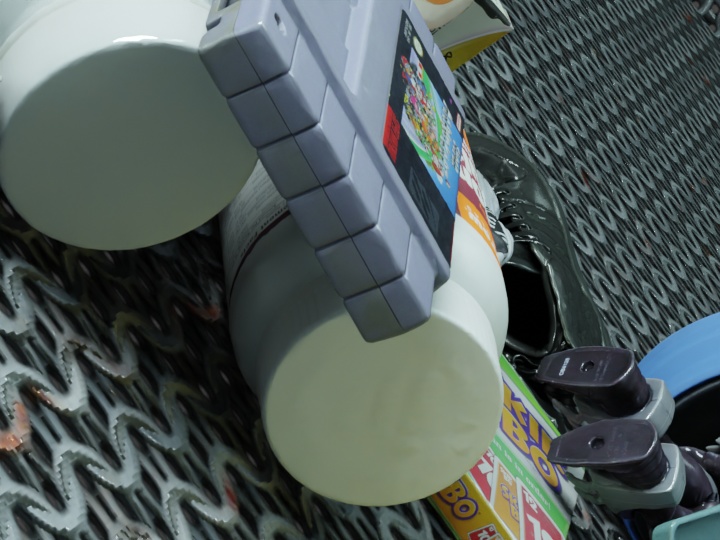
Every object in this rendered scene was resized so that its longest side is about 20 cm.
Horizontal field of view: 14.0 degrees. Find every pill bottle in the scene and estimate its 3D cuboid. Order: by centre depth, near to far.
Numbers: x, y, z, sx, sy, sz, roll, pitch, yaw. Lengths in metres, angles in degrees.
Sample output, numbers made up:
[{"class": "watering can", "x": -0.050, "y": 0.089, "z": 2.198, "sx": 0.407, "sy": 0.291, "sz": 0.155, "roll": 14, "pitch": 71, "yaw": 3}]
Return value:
[{"class": "pill bottle", "x": -0.103, "y": -0.108, "z": 1.070, "sx": 0.113, "sy": 0.113, "sz": 0.200, "roll": 42, "pitch": 20, "yaw": -41}, {"class": "pill bottle", "x": 0.000, "y": 0.000, "z": 1.162, "sx": 0.110, "sy": 0.109, "sz": 0.200, "roll": 47, "pitch": 16, "yaw": -27}]

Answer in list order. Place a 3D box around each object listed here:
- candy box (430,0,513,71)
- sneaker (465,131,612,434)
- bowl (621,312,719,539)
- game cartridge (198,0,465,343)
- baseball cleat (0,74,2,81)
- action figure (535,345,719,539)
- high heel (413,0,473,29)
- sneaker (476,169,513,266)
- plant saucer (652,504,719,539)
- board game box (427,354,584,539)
[{"class": "candy box", "x": -0.044, "y": -0.135, "z": 1.274, "sx": 0.200, "sy": 0.136, "sz": 0.061, "roll": 38, "pitch": 22, "yaw": -46}, {"class": "sneaker", "x": 0.082, "y": 0.002, "z": 1.521, "sx": 0.200, "sy": 0.060, "sz": 0.104, "roll": 64, "pitch": 12, "yaw": 22}, {"class": "bowl", "x": 0.224, "y": 0.103, "z": 1.484, "sx": 0.201, "sy": 0.200, "sz": 0.039, "roll": 47, "pitch": 32, "yaw": -27}, {"class": "game cartridge", "x": -0.004, "y": -0.072, "z": 1.054, "sx": 0.130, "sy": 0.038, "sz": 0.200, "roll": 56, "pitch": 19, "yaw": -22}, {"class": "baseball cleat", "x": -0.169, "y": -0.109, "z": 0.985, "sx": 0.106, "sy": 0.070, "sz": 0.200, "roll": 52, "pitch": 23, "yaw": -38}, {"class": "action figure", "x": 0.157, "y": 0.119, "z": 1.393, "sx": 0.200, "sy": 0.069, "sz": 0.130, "roll": 50, "pitch": 39, "yaw": -36}, {"class": "high heel", "x": -0.029, "y": -0.121, "z": 1.215, "sx": 0.096, "sy": 0.200, "sz": 0.067, "roll": 12, "pitch": -55, "yaw": 45}, {"class": "sneaker", "x": 0.009, "y": -0.041, "z": 1.366, "sx": 0.115, "sy": 0.075, "sz": 0.200, "roll": 52, "pitch": 10, "yaw": -9}, {"class": "plant saucer", "x": 0.198, "y": 0.131, "z": 1.372, "sx": 0.200, "sy": 0.019, "sz": 0.070, "roll": -11, "pitch": 104, "yaw": -47}, {"class": "board game box", "x": 0.061, "y": 0.083, "z": 1.343, "sx": 0.096, "sy": 0.030, "sz": 0.200, "roll": 54, "pitch": 12, "yaw": -5}]
